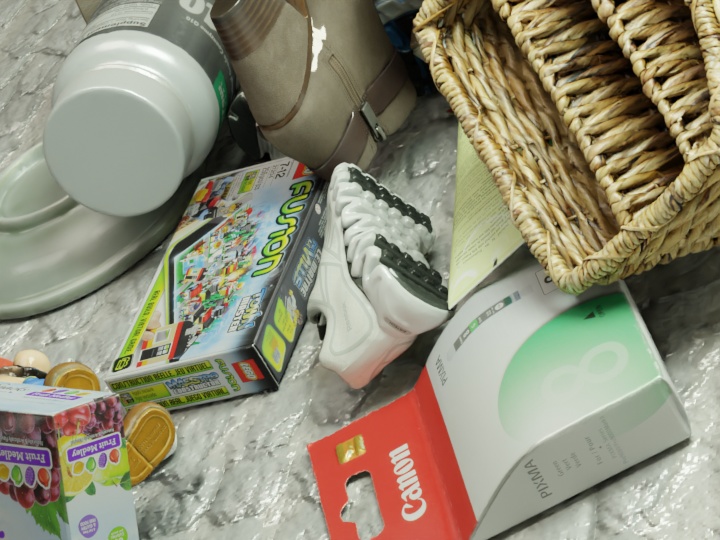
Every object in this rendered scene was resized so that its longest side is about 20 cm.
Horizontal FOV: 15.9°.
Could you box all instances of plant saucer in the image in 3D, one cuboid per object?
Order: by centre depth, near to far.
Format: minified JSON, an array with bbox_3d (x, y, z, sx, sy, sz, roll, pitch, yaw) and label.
[{"bbox_3d":[-0.204,-0.049,1.778,0.199,0.050,0.200,-23,30,14],"label":"plant saucer"}]

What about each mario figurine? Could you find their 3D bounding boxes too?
[{"bbox_3d":[-0.183,0.073,1.493,0.106,0.124,0.200,-31,14,-30],"label":"mario figurine"}]

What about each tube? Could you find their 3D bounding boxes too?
[{"bbox_3d":[0.079,-0.049,1.480,0.052,0.058,0.200,3,28,2],"label":"tube"}]

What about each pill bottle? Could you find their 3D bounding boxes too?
[{"bbox_3d":[-0.141,-0.124,1.714,0.113,0.113,0.200,-18,26,21],"label":"pill bottle"}]

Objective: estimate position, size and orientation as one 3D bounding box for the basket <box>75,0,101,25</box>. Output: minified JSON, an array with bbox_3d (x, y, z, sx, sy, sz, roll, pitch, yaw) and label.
[{"bbox_3d":[-0.100,-0.221,1.869,0.199,0.136,0.181,-30,24,9],"label":"basket"}]

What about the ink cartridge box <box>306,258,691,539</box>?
[{"bbox_3d":[0.061,0.074,1.349,0.199,0.050,0.161,-26,29,5],"label":"ink cartridge box"}]

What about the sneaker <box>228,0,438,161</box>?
[{"bbox_3d":[0.003,-0.149,1.722,0.199,0.075,0.087,-22,25,15],"label":"sneaker"}]

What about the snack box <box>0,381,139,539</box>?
[{"bbox_3d":[-0.202,0.134,1.400,0.199,0.143,0.053,2,14,45],"label":"snack box"}]

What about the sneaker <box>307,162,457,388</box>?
[{"bbox_3d":[0.000,0.000,1.498,0.081,0.075,0.200,-53,16,17],"label":"sneaker"}]

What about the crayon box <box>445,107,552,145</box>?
[{"bbox_3d":[0.150,-0.163,1.625,0.200,0.051,0.127,-41,31,-16],"label":"crayon box"}]

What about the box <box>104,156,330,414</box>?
[{"bbox_3d":[-0.076,0.005,1.592,0.110,0.035,0.200,-14,33,27],"label":"box"}]

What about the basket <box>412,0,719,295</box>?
[{"bbox_3d":[0.138,-0.112,1.342,0.148,0.143,0.201,-16,62,-20],"label":"basket"}]

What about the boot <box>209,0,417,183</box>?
[{"bbox_3d":[-0.013,-0.158,1.610,0.070,0.146,0.200,-2,47,49],"label":"boot"}]

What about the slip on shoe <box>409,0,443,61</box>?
[{"bbox_3d":[0.070,-0.229,1.614,0.201,0.060,0.076,-63,9,13],"label":"slip on shoe"}]
